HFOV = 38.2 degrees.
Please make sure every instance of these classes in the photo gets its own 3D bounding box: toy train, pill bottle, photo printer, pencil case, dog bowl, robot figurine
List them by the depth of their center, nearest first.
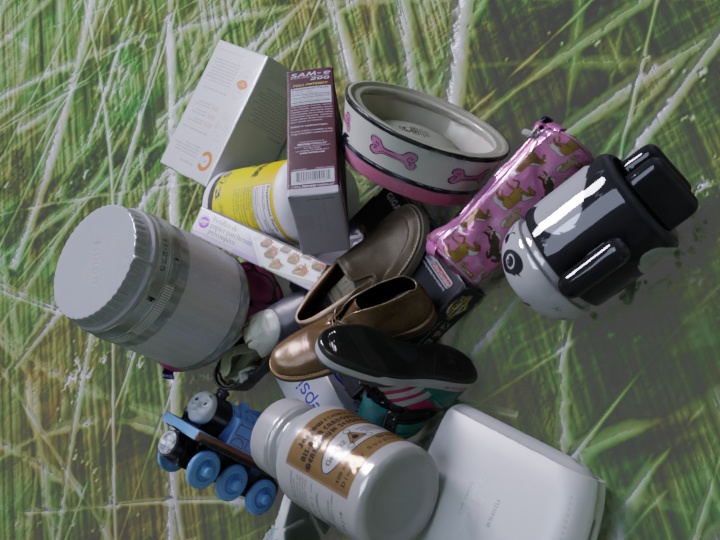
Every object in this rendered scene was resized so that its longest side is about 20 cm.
[{"bbox_3d":[0.236,-0.038,1.048,0.200,0.150,0.125,-39,65,23],"label":"robot figurine"},{"bbox_3d":[0.146,0.247,1.056,0.200,0.069,0.166,24,90,43],"label":"photo printer"},{"bbox_3d":[-0.024,0.207,1.098,0.200,0.114,0.114,19,86,46],"label":"pill bottle"},{"bbox_3d":[0.163,-0.074,1.139,0.087,0.083,0.200,42,100,2],"label":"pencil case"},{"bbox_3d":[0.066,-0.144,1.198,0.200,0.200,0.074,46,125,41],"label":"dog bowl"},{"bbox_3d":[-0.155,0.214,1.245,0.087,0.200,0.114,17,74,43],"label":"toy train"},{"bbox_3d":[-0.104,-0.088,1.368,0.200,0.112,0.113,-5,71,39],"label":"pill bottle"},{"bbox_3d":[-0.203,0.064,1.409,0.200,0.094,0.091,-36,55,25],"label":"pencil case"}]

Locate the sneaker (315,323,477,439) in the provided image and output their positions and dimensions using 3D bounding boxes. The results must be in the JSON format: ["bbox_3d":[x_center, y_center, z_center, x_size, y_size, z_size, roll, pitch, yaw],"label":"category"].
[{"bbox_3d":[0.018,0.128,1.138,0.121,0.200,0.084,-55,36,30],"label":"sneaker"}]

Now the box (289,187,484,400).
[{"bbox_3d":[0.026,0.023,1.261,0.199,0.050,0.200,-46,51,19],"label":"box"}]

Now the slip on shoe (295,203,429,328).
[{"bbox_3d":[0.000,0.000,1.216,0.200,0.061,0.076,-46,51,19],"label":"slip on shoe"}]

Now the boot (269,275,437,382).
[{"bbox_3d":[-0.018,0.060,1.156,0.200,0.075,0.074,-24,54,7],"label":"boot"}]

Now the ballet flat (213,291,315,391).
[{"bbox_3d":[-0.129,0.096,1.317,0.200,0.073,0.073,-46,48,40],"label":"ballet flat"}]

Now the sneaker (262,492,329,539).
[{"bbox_3d":[-0.086,0.317,1.214,0.080,0.070,0.200,20,101,52],"label":"sneaker"}]

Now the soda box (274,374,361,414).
[{"bbox_3d":[-0.029,0.175,1.238,0.068,0.063,0.200,-47,50,17],"label":"soda box"}]

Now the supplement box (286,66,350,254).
[{"bbox_3d":[-0.050,-0.131,1.222,0.061,0.109,0.200,-6,53,4],"label":"supplement box"}]

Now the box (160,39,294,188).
[{"bbox_3d":[-0.179,-0.210,1.489,0.124,0.097,0.200,29,93,43],"label":"box"}]

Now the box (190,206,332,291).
[{"bbox_3d":[-0.121,-0.025,1.303,0.200,0.041,0.039,25,92,23],"label":"box"}]

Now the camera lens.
[{"bbox_3d":[-0.247,0.024,1.264,0.160,0.200,0.160,-19,58,33],"label":"camera lens"}]
